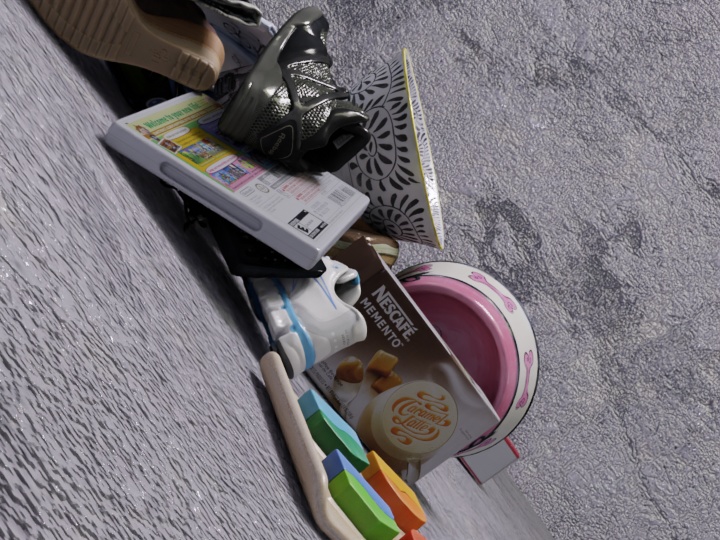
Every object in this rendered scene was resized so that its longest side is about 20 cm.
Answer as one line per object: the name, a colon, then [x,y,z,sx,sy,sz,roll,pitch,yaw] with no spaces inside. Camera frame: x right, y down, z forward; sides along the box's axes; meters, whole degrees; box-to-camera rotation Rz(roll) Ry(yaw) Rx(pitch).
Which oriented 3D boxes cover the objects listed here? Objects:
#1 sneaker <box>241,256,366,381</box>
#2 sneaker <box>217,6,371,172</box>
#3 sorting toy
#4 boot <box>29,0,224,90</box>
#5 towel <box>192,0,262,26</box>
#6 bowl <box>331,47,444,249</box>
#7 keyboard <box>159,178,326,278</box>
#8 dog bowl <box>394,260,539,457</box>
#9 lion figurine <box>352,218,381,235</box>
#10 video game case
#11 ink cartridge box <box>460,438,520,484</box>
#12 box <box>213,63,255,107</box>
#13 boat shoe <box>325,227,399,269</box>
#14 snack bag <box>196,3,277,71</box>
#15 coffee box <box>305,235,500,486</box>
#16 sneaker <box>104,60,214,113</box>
sneaker: [-0.047,0.011,1.076,0.200,0.086,0.075,-119,-164,-50]
sneaker: [-0.043,-0.148,1.144,0.114,0.076,0.200,34,33,-11]
sorting toy: [0.010,0.159,0.900,0.200,0.036,0.185,53,3,-28]
boot: [-0.211,-0.235,1.182,0.199,0.073,0.167,31,18,-26]
towel: [-0.181,-0.286,1.168,0.191,0.035,0.200,18,23,-28]
bowl: [0.020,-0.111,1.334,0.201,0.093,0.203,-11,90,-83]
keyboard: [-0.097,-0.058,1.075,0.200,0.103,0.040,-123,-143,-55]
dog bowl: [0.075,0.093,1.339,0.201,0.200,0.074,54,17,8]
lion figurine: [-0.005,-0.006,1.440,0.122,0.202,0.072,32,21,33]
video game case: [-0.090,-0.078,1.072,0.181,0.022,0.200,32,18,2]
ink cartridge box: [0.158,0.222,2.157,0.145,0.083,0.200,53,3,-34]
box: [-0.081,-0.073,1.279,0.200,0.049,0.159,55,30,-55]
boat shoe: [0.000,0.000,1.307,0.071,0.077,0.200,17,1,11]
snack bag: [-0.117,-0.215,1.317,0.188,0.021,0.200,39,-12,29]
coffee box: [0.022,0.084,1.216,0.201,0.114,0.080,53,3,-27]
sneaker: [-0.182,-0.156,1.267,0.200,0.078,0.089,49,17,-18]
